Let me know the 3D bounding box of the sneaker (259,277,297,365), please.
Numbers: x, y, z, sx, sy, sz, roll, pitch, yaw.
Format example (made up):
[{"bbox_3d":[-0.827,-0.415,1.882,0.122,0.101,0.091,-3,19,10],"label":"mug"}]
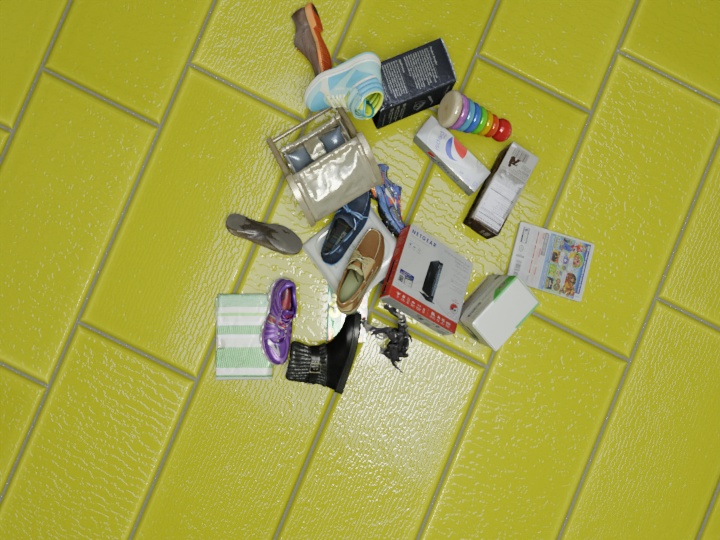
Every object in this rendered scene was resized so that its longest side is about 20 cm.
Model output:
[{"bbox_3d":[-0.188,0.121,1.325,0.078,0.083,0.209,4,89,-31],"label":"sneaker"}]

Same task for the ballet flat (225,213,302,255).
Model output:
[{"bbox_3d":[-0.234,-0.083,1.362,0.193,0.047,0.069,18,58,-7],"label":"ballet flat"}]

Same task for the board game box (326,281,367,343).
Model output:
[{"bbox_3d":[-0.031,0.072,1.372,0.100,0.023,0.209,1,89,1],"label":"board game box"}]

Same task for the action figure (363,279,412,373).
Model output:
[{"bbox_3d":[0.072,0.134,1.325,0.099,0.118,0.208,-5,68,29],"label":"action figure"}]

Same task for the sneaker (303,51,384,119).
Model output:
[{"bbox_3d":[-0.035,-0.370,1.218,0.195,0.079,0.135,-24,66,25],"label":"sneaker"}]

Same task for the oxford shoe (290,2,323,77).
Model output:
[{"bbox_3d":[-0.119,-0.536,1.366,0.070,0.071,0.208,-14,85,18],"label":"oxford shoe"}]

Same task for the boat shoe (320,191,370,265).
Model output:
[{"bbox_3d":[-0.029,-0.107,1.309,0.082,0.069,0.206,19,79,14],"label":"boat shoe"}]

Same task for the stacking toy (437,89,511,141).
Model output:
[{"bbox_3d":[0.281,-0.354,1.338,0.194,0.085,0.089,14,88,-26],"label":"stacking toy"}]

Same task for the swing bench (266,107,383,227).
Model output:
[{"bbox_3d":[-0.081,-0.246,1.280,0.195,0.131,0.203,-30,53,-3],"label":"swing bench"}]

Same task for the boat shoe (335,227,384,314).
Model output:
[{"bbox_3d":[0.000,0.000,1.273,0.073,0.074,0.206,19,79,14],"label":"boat shoe"}]

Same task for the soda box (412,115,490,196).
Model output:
[{"bbox_3d":[0.219,-0.276,1.361,0.199,0.068,0.064,44,88,0],"label":"soda box"}]

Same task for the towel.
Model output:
[{"bbox_3d":[-0.280,0.161,1.365,0.146,0.023,0.209,0,87,-2],"label":"towel"}]

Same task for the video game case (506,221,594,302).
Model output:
[{"bbox_3d":[0.467,-0.021,1.388,0.193,0.018,0.149,16,88,-1],"label":"video game case"}]

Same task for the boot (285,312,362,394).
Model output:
[{"bbox_3d":[-0.087,0.182,1.321,0.152,0.080,0.218,18,104,-1],"label":"boot"}]

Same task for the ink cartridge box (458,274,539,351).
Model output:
[{"bbox_3d":[0.304,0.090,1.292,0.084,0.200,0.146,44,89,-3],"label":"ink cartridge box"}]

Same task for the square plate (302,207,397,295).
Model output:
[{"bbox_3d":[-0.016,-0.049,1.343,0.196,0.029,0.202,-38,72,-2],"label":"square plate"}]

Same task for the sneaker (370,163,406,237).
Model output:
[{"bbox_3d":[0.074,-0.169,1.355,0.077,0.075,0.205,-27,91,-5],"label":"sneaker"}]

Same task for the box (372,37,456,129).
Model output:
[{"bbox_3d":[0.112,-0.435,1.323,0.194,0.148,0.108,-22,89,-3],"label":"box"}]

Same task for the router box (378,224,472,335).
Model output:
[{"bbox_3d":[0.155,0.024,1.306,0.196,0.048,0.185,28,68,-21],"label":"router box"}]

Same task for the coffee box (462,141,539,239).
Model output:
[{"bbox_3d":[0.331,-0.186,1.340,0.078,0.113,0.205,29,89,-1],"label":"coffee box"}]
